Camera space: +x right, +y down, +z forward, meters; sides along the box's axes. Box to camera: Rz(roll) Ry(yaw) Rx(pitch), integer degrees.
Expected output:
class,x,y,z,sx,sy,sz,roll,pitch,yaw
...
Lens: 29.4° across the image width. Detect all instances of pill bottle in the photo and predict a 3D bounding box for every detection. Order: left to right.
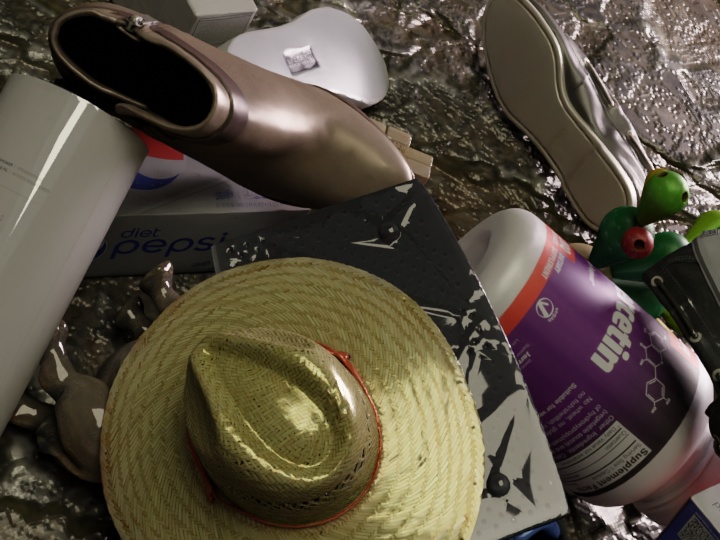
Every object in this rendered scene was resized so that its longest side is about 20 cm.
class,x,y,z,sx,sy,sz,roll,pitch,yaw
pill bottle,0.129,0.063,0.818,0.200,0.112,0.113,39,49,-13

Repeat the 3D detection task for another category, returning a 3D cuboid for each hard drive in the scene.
class,x,y,z,sx,sy,sz,roll,pitch,yaw
hard drive,0.011,0.060,0.711,0.134,0.042,0.201,-19,67,-10

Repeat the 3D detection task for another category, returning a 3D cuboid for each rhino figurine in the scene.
class,x,y,z,sx,sy,sz,roll,pitch,yaw
rhino figurine,-0.098,0.045,0.757,0.200,0.060,0.088,-32,78,-34

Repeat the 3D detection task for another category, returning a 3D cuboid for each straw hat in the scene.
class,x,y,z,sx,sy,sz,roll,pitch,yaw
straw hat,-0.038,0.070,0.637,0.200,0.085,0.202,-3,69,7

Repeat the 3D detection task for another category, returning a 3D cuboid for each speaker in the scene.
class,x,y,z,sx,sy,sz,roll,pitch,yaw
speaker,-0.183,0.006,0.676,0.081,0.081,0.201,27,79,-8

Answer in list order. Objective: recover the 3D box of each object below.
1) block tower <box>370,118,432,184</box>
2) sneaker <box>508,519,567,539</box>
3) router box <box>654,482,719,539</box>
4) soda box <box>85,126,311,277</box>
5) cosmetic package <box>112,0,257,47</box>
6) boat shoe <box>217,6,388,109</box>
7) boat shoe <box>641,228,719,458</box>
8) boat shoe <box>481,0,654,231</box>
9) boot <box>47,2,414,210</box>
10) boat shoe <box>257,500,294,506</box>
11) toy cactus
class,x,y,z,sx,sy,sz,roll,pitch,yaw
block tower,0.000,0.000,0.844,0.054,0.058,0.201,20,53,-12
sneaker,0.077,0.143,0.771,0.075,0.078,0.200,-19,69,-36
router box,0.290,0.191,0.762,0.179,0.049,0.200,-14,54,-38
soda box,-0.134,-0.040,0.795,0.199,0.068,0.064,-3,60,-28
cosmetic package,-0.139,-0.220,0.906,0.050,0.083,0.201,-13,66,-35
boat shoe,-0.050,-0.121,0.892,0.200,0.066,0.072,-33,100,-58
boat shoe,0.217,0.075,0.760,0.069,0.056,0.201,27,40,-62
boat shoe,0.152,-0.115,0.998,0.057,0.067,0.201,-9,67,-49
boot,-0.068,-0.080,0.717,0.199,0.146,0.071,22,94,3
boat shoe,-0.010,0.156,0.731,0.201,0.063,0.074,42,34,6
toy cactus,0.178,0.007,0.886,0.164,0.200,0.103,-12,72,13
